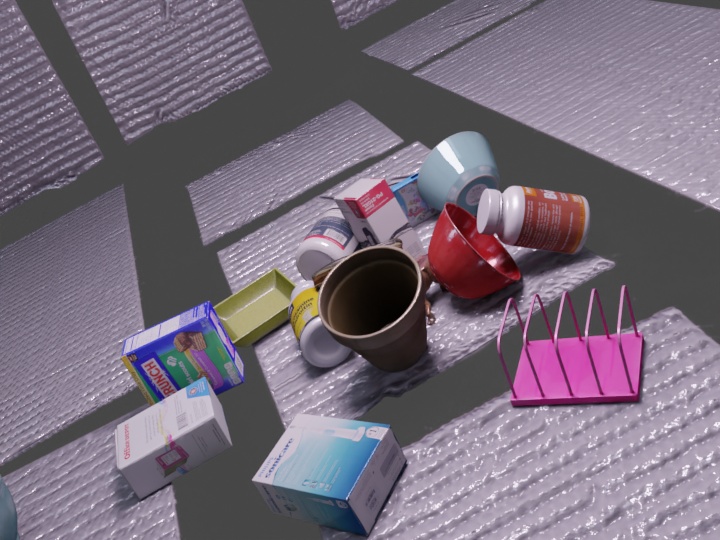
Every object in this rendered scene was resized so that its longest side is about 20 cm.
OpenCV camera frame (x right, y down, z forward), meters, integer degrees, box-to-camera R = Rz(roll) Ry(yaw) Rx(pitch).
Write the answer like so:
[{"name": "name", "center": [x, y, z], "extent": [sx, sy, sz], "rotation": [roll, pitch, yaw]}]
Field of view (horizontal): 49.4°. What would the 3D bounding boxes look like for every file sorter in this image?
[{"name": "file sorter", "center": [0.325, 0.112, 1.220], "extent": [0.196, 0.127, 0.140], "rotation": [-8, 33, 29]}]

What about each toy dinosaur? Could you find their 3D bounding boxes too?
[{"name": "toy dinosaur", "center": [0.112, 0.012, 1.544], "extent": [0.084, 0.138, 0.201], "rotation": [-2, 35, 35]}]

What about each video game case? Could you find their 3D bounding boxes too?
[{"name": "video game case", "center": [0.170, -0.186, 1.823], "extent": [0.197, 0.144, 0.018], "rotation": [-29, 51, -7]}]

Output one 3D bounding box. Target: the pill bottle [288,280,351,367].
[{"name": "pill bottle", "center": [-0.086, 0.100, 1.584], "extent": [0.110, 0.114, 0.200], "rotation": [-27, 28, -4]}]

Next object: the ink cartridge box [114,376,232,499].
[{"name": "ink cartridge box", "center": [-0.355, 0.313, 1.479], "extent": [0.197, 0.086, 0.145], "rotation": [-28, 28, -6]}]

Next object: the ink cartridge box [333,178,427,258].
[{"name": "ink cartridge box", "center": [0.044, -0.089, 1.675], "extent": [0.084, 0.202, 0.144], "rotation": [-35, 17, -14]}]

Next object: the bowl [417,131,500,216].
[{"name": "bowl", "center": [0.235, -0.197, 1.761], "extent": [0.198, 0.203, 0.106], "rotation": [-28, 49, -6]}]

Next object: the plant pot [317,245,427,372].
[{"name": "plant pot", "center": [0.043, 0.087, 1.412], "extent": [0.196, 0.175, 0.203], "rotation": [-15, 46, 16]}]

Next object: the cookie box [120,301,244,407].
[{"name": "cookie box", "center": [-0.361, 0.187, 1.603], "extent": [0.196, 0.174, 0.076], "rotation": [-24, 25, 3]}]

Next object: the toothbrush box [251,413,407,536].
[{"name": "toothbrush box", "center": [-0.049, 0.314, 1.230], "extent": [0.196, 0.086, 0.147], "rotation": [-1, 38, 36]}]

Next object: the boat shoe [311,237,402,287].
[{"name": "boat shoe", "center": [0.000, 0.000, 1.570], "extent": [0.196, 0.075, 0.076], "rotation": [-21, 2, 4]}]

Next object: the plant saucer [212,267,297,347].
[{"name": "plant saucer", "center": [-0.232, 0.093, 1.781], "extent": [0.198, 0.049, 0.199], "rotation": [-34, 29, -14]}]

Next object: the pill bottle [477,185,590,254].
[{"name": "pill bottle", "center": [0.327, -0.100, 1.496], "extent": [0.195, 0.114, 0.113], "rotation": [8, 29, -7]}]

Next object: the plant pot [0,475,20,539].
[{"name": "plant pot", "center": [-0.710, 0.484, 1.431], "extent": [0.196, 0.136, 0.202], "rotation": [-20, 29, 11]}]

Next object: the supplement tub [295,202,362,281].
[{"name": "supplement tub", "center": [-0.051, -0.061, 1.790], "extent": [0.138, 0.142, 0.201], "rotation": [-5, 34, 32]}]

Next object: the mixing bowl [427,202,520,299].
[{"name": "mixing bowl", "center": [0.202, -0.020, 1.506], "extent": [0.109, 0.198, 0.202], "rotation": [-47, 21, 22]}]
